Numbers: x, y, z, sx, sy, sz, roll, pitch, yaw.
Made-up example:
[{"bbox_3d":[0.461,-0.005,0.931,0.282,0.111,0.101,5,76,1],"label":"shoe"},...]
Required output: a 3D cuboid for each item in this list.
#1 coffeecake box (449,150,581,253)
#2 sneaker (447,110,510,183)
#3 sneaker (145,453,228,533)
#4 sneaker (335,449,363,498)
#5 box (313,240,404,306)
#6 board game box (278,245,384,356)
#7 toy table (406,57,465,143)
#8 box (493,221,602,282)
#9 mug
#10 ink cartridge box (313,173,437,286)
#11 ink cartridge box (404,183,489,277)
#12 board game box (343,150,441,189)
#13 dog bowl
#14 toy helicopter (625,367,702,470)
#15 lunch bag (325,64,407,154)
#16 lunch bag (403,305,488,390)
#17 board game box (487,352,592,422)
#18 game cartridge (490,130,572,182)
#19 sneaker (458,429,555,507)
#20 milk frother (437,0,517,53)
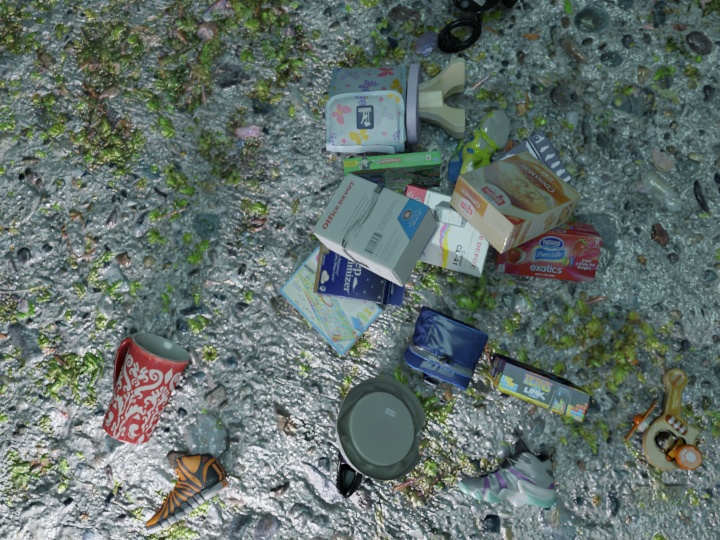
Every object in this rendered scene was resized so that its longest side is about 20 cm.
[{"bbox_3d":[0.296,-0.137,1.154,0.197,0.074,0.154,-23,56,-30],"label":"coffeecake box"},{"bbox_3d":[0.241,-0.259,1.274,0.076,0.104,0.201,48,59,-22],"label":"sneaker"},{"bbox_3d":[-0.392,0.471,1.302,0.198,0.078,0.113,-33,79,-8],"label":"sneaker"},{"bbox_3d":[-0.011,0.369,1.251,0.074,0.088,0.205,6,87,7],"label":"sneaker"},{"bbox_3d":[0.000,0.000,1.242,0.196,0.032,0.124,7,86,23],"label":"box"},{"bbox_3d":[-0.063,0.065,1.305,0.200,0.034,0.135,45,92,7],"label":"board game box"},{"bbox_3d":[0.159,-0.348,1.246,0.114,0.185,0.204,0,62,9],"label":"toy table"},{"bbox_3d":[0.374,-0.046,1.218,0.195,0.100,0.098,6,111,7],"label":"box"},{"bbox_3d":[-0.475,0.251,1.313,0.132,0.177,0.204,22,94,-29],"label":"mug"},{"bbox_3d":[0.029,-0.083,1.182,0.198,0.084,0.147,27,80,29],"label":"ink cartridge box"},{"bbox_3d":[0.175,-0.084,1.249,0.196,0.086,0.151,16,98,12],"label":"ink cartridge box"},{"bbox_3d":[0.069,-0.204,1.257,0.195,0.135,0.030,-3,77,6],"label":"board game box"},{"bbox_3d":[0.038,0.324,1.224,0.195,0.059,0.205,8,65,-18],"label":"dog bowl"},{"bbox_3d":[0.613,0.294,1.206,0.129,0.079,0.205,11,77,16],"label":"toy helicopter"},{"bbox_3d":[0.017,-0.327,1.244,0.165,0.128,0.204,2,55,7],"label":"lunch bag"},{"bbox_3d":[0.164,0.160,1.191,0.133,0.200,0.135,22,91,2],"label":"lunch bag"},{"bbox_3d":[0.339,0.221,1.166,0.162,0.200,0.058,21,90,7],"label":"board game box"},{"bbox_3d":[0.335,-0.190,1.279,0.198,0.038,0.131,-33,79,3],"label":"game cartridge"},{"bbox_3d":[0.300,0.397,1.226,0.195,0.078,0.144,5,85,-3],"label":"sneaker"},{"bbox_3d":[0.220,-0.603,1.277,0.198,0.179,0.191,-29,44,31],"label":"milk frother"}]
